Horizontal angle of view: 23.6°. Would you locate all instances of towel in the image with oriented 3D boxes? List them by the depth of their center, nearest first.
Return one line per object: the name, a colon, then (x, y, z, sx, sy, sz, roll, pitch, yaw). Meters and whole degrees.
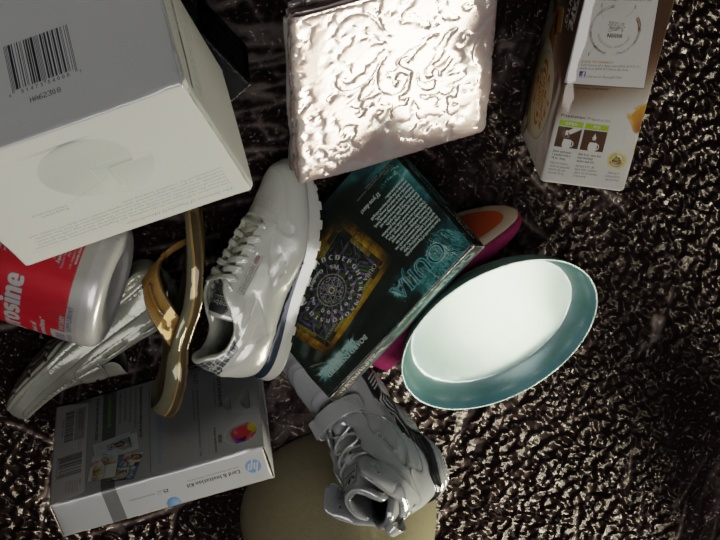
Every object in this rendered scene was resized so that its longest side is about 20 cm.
towel: (0.026, -0.171, 1.449, 0.190, 0.032, 0.201, -18, 143, -15)

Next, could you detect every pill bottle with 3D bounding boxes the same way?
pill bottle: (-0.305, -0.014, 1.493, 0.198, 0.112, 0.113, 17, 116, 3)

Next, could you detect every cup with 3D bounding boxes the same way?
cup: (-0.016, 0.277, 1.676, 0.198, 0.144, 0.202, -2, 118, -5)

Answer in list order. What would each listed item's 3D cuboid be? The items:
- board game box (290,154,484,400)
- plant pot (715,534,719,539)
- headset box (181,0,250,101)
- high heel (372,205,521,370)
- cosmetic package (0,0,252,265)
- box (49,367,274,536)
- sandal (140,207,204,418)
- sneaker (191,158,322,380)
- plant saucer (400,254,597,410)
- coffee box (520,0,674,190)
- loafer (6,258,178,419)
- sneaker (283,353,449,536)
board game box: (0.000, 0.000, 1.551, 0.200, 0.028, 0.135, -47, 71, 18)
plant pot: (0.466, 0.361, 1.744, 0.185, 0.200, 0.189, -3, 118, -6)
headset box: (-0.222, -0.169, 1.445, 0.200, 0.093, 0.174, -38, 115, 14)
high heel: (0.075, 0.015, 1.601, 0.199, 0.068, 0.096, -28, 128, 14)
cosmetic package: (-0.209, -0.117, 1.300, 0.198, 0.124, 0.200, -18, 157, 4)
box: (-0.183, 0.156, 1.586, 0.198, 0.156, 0.041, -17, 121, 2)
sandal: (-0.171, 0.033, 1.523, 0.054, 0.080, 0.202, 10, 106, -11)
sneaker: (-0.092, -0.002, 1.526, 0.080, 0.076, 0.202, 10, 92, -32)
plant saucer: (0.126, 0.053, 1.605, 0.198, 0.028, 0.201, -15, 140, -13)
coffee box: (0.202, -0.185, 1.473, 0.079, 0.115, 0.201, 6, 117, -9)
loafer: (-0.243, 0.075, 1.585, 0.200, 0.070, 0.070, -40, 107, 14)
sneaker: (-0.009, 0.157, 1.599, 0.200, 0.115, 0.075, 46, 123, 0)
